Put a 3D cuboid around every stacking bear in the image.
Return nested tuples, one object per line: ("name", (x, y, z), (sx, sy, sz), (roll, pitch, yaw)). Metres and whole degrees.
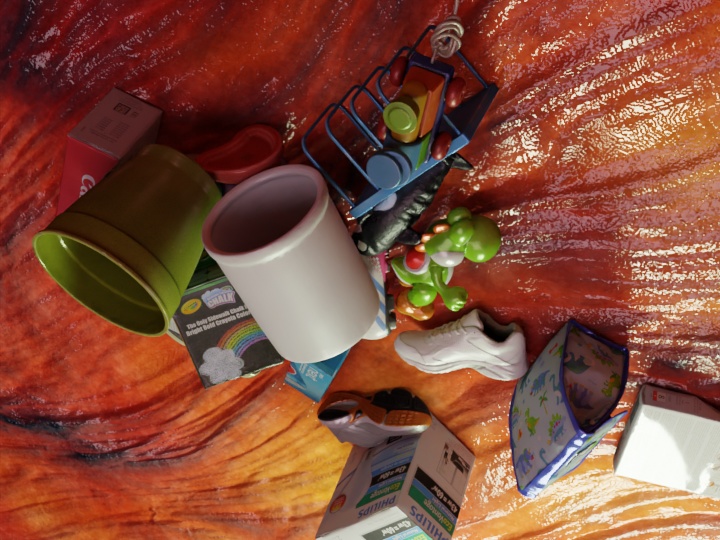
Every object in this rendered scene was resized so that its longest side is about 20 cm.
("stacking bear", (-0.130, -0.080, 1.478), (0.114, 0.121, 0.200), (26, 142, 46))

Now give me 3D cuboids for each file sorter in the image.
("file sorter", (0.044, -0.187, 1.326), (0.200, 0.139, 0.123), (-32, 106, 38))

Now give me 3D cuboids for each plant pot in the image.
("plant pot", (-0.280, -0.053, 1.380), (0.200, 0.193, 0.201), (24, 152, 14))

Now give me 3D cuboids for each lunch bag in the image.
("lunch bag", (0.286, 0.201, 1.501), (0.127, 0.200, 0.170), (28, 132, -1))

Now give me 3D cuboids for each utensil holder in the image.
("utensil holder", (-0.082, -0.005, 1.368), (0.169, 0.170, 0.200), (-8, 130, 28))

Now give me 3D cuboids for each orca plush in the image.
("orca plush", (0.069, -0.070, 1.385), (0.200, 0.105, 0.071), (-38, 76, 19))

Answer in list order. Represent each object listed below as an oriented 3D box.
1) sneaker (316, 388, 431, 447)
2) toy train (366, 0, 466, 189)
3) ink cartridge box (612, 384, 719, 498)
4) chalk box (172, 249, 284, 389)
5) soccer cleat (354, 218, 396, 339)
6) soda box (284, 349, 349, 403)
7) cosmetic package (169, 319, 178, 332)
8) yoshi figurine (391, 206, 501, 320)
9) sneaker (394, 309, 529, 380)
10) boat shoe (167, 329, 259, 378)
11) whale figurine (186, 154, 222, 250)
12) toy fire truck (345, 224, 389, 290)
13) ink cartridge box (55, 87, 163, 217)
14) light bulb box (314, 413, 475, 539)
("sneaker", (0.033, 0.246, 1.739), (0.199, 0.076, 0.092), (-1, 135, 33))
("toy train", (0.059, -0.190, 1.153), (0.084, 0.116, 0.200), (22, 129, 11))
("ink cartridge box", (0.489, 0.255, 1.574), (0.199, 0.050, 0.163), (11, 131, 3))
("chalk box", (-0.199, 0.040, 1.513), (0.124, 0.124, 0.201), (-19, 114, -1))
("soccer cleat", (0.000, 0.000, 1.492), (0.086, 0.070, 0.201), (-6, 98, 1))
("soda box", (-0.066, 0.141, 1.630), (0.068, 0.064, 0.200), (32, 160, 3))
("cosmetic package", (-0.256, 0.048, 1.657), (0.199, 0.102, 0.074), (26, 159, 3))
("yoshi figurine", (0.124, -0.013, 1.447), (0.112, 0.112, 0.200), (48, 145, 10))
("sneaker", (0.148, 0.096, 1.566), (0.199, 0.078, 0.100), (3, 123, 9))
("boat shoe", (-0.232, 0.100, 1.716), (0.200, 0.073, 0.065), (31, 146, -17))
("whale figurine", (-0.231, -0.069, 1.558), (0.159, 0.104, 0.200), (8, 132, 16))
("toy fire truck", (-0.037, 0.028, 1.595), (0.141, 0.049, 0.200), (33, 133, -5))
("ink cartridge box", (-0.370, -0.125, 1.521), (0.084, 0.176, 0.200), (25, 132, 2))
("light bulb box", (0.058, 0.367, 1.731), (0.125, 0.200, 0.198), (45, 130, -16))
